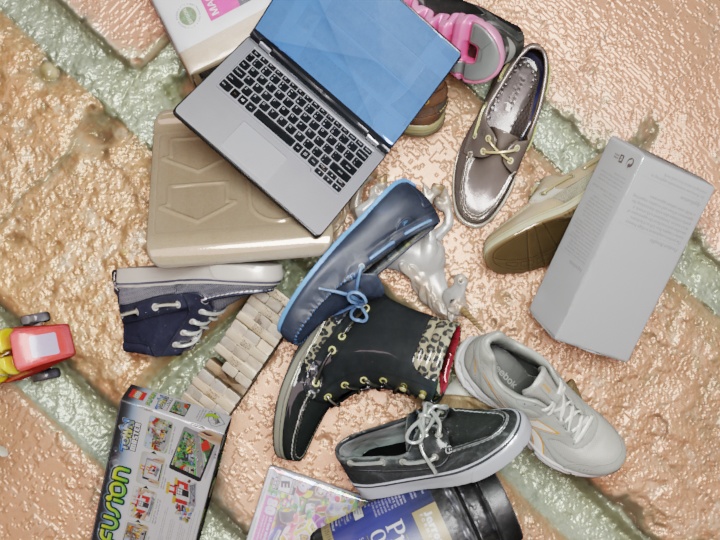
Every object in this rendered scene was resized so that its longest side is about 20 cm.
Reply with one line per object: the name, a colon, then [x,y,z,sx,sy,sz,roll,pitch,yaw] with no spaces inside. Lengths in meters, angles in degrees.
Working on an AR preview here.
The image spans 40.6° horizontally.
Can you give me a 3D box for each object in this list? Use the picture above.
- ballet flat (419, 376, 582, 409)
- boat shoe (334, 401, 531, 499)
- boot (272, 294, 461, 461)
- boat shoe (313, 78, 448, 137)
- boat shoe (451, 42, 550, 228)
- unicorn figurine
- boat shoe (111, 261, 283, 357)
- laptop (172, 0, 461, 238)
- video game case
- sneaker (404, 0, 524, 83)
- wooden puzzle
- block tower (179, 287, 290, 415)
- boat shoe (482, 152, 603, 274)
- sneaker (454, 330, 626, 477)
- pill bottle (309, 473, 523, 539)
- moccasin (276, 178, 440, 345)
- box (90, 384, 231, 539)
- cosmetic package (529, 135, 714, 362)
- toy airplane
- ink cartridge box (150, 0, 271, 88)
ballet flat: [0.142,0.137,1.025,0.195,0.068,0.074,0,80,-3]
boat shoe: [0.066,0.163,0.946,0.196,0.074,0.069,-17,122,29]
boot: [0.005,0.117,0.999,0.151,0.073,0.207,19,83,18]
boat shoe: [-0.003,-0.193,1.026,0.195,0.068,0.073,6,59,-3]
boat shoe: [0.151,-0.145,1.040,0.071,0.060,0.203,22,87,0]
unicorn figurine: [0.052,-0.027,1.034,0.196,0.074,0.140,11,95,14]
boat shoe: [-0.165,0.040,1.001,0.196,0.074,0.095,-2,93,27]
laptop: [-0.041,-0.179,0.938,0.186,0.116,0.201,39,60,-1]
video game case: [-0.025,0.307,1.035,0.196,0.018,0.146,18,86,-1]
sneaker: [0.088,-0.261,1.029,0.199,0.080,0.095,34,44,28]
wooden puzzle: [-0.125,-0.086,1.009,0.181,0.047,0.203,-5,53,-4]
block tower: [-0.137,0.107,1.025,0.054,0.058,0.202,35,89,1]
boat shoe: [0.212,-0.066,1.040,0.198,0.073,0.065,-30,49,-2]
sneaker: [0.182,0.133,0.955,0.198,0.092,0.076,35,73,1]
pill bottle: [0.057,0.272,0.974,0.197,0.112,0.114,-26,88,-3]
moccasin: [0.000,0.000,0.958,0.068,0.080,0.201,41,90,9]
box: [-0.206,0.224,0.988,0.108,0.035,0.203,18,111,0]
cosmetic package: [0.262,-0.020,0.991,0.100,0.074,0.203,18,106,-23]
toy airplane: [-0.413,0.095,0.976,0.198,0.141,0.201,34,88,0]
ink cartridge box: [-0.151,-0.322,1.036,0.163,0.075,0.203,-28,89,-3]
